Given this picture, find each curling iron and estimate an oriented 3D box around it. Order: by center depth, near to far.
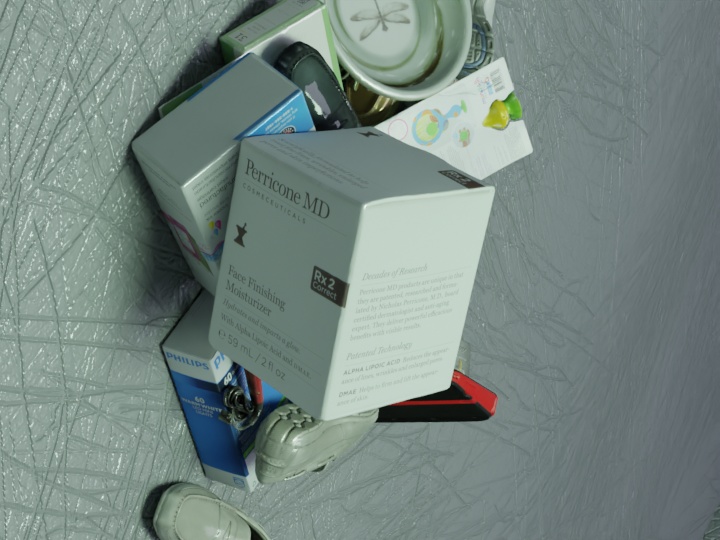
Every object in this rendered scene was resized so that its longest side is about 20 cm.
[{"bbox_3d":[-0.110,0.071,1.536,0.050,0.025,0.201,-43,146,-43],"label":"curling iron"}]

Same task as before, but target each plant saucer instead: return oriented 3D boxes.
[{"bbox_3d":[0.022,-0.264,1.662,0.199,0.050,0.201,9,75,-36],"label":"plant saucer"}]

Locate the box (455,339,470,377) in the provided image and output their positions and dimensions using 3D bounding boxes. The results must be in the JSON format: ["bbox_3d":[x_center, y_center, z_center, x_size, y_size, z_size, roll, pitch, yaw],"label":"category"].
[{"bbox_3d":[0.011,0.084,1.780,0.200,0.157,0.049,29,62,-62],"label":"box"}]

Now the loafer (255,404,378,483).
[{"bbox_3d":[-0.047,0.167,1.682,0.200,0.070,0.070,-12,128,-59],"label":"loafer"}]

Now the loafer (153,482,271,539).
[{"bbox_3d":[-0.144,0.262,1.673,0.200,0.069,0.070,39,69,-62],"label":"loafer"}]

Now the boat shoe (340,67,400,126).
[{"bbox_3d":[0.012,-0.247,1.732,0.063,0.073,0.201,23,71,-56],"label":"boat shoe"}]

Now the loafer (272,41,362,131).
[{"bbox_3d":[-0.027,-0.133,1.567,0.068,0.070,0.201,-40,138,-16],"label":"loafer"}]

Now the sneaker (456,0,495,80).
[{"bbox_3d":[0.126,-0.313,1.931,0.087,0.074,0.201,95,4,-84],"label":"sneaker"}]

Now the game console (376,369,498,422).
[{"bbox_3d":[0.039,0.135,1.833,0.177,0.199,0.031,41,49,-60],"label":"game console"}]

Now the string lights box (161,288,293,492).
[{"bbox_3d":[-0.126,0.115,1.646,0.103,0.059,0.201,-55,148,-36],"label":"string lights box"}]

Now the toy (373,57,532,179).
[{"bbox_3d":[0.078,-0.134,1.743,0.199,0.047,0.116,-28,118,-13],"label":"toy"}]

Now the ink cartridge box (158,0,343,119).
[{"bbox_3d":[-0.106,-0.154,1.563,0.200,0.048,0.146,-33,136,-22],"label":"ink cartridge box"}]

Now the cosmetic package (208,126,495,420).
[{"bbox_3d":[-0.010,-0.004,1.450,0.164,0.165,0.201,-10,119,-43],"label":"cosmetic package"}]

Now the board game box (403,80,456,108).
[{"bbox_3d":[0.077,-0.203,1.840,0.200,0.034,0.127,43,27,-61],"label":"board game box"}]

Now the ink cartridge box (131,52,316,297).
[{"bbox_3d":[-0.104,-0.073,1.515,0.144,0.085,0.200,-40,144,-16],"label":"ink cartridge box"}]
